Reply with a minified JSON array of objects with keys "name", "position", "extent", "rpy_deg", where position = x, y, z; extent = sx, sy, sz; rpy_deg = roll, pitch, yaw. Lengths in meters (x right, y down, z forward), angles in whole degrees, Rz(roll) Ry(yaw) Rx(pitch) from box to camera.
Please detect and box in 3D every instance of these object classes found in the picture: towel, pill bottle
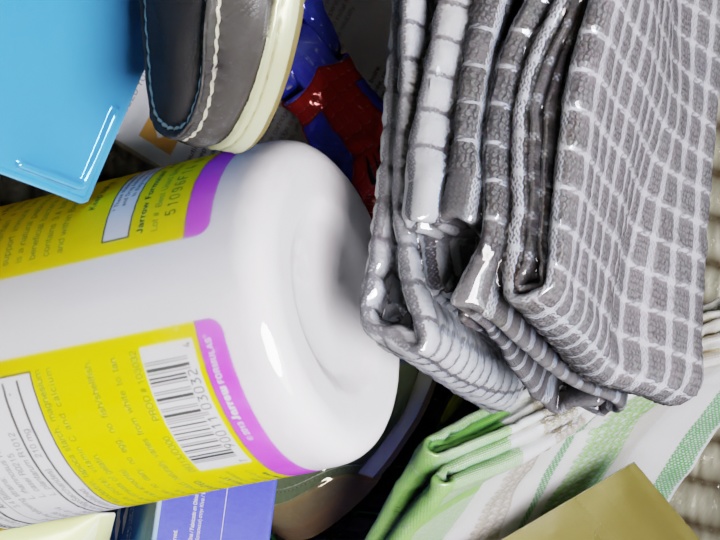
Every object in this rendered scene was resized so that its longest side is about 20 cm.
[{"name":"towel","position":[0.072,0.088,1.025],"extent":[0.200,0.031,0.149],"rpy_deg":[-22,150,-41]},{"name":"pill bottle","position":[-0.095,0.027,0.857],"extent":[0.104,0.199,0.105],"rpy_deg":[41,43,-54]},{"name":"towel","position":[0.066,-0.056,0.869],"extent":[0.166,0.085,0.201],"rpy_deg":[38,57,-69]}]

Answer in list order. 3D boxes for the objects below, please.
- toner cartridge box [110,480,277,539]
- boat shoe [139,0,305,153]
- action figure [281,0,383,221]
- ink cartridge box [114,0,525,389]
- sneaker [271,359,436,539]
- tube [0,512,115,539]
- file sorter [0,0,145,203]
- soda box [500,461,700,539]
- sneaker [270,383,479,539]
[{"name":"toner cartridge box","position":[-0.061,0.097,0.931],"extent":[0.043,0.095,0.201],"rpy_deg":[12,69,-13]},{"name":"boat shoe","position":[-0.053,-0.131,0.750],"extent":[0.066,0.072,0.202],"rpy_deg":[-6,112,-29]},{"name":"action figure","position":[-0.018,-0.080,0.892],"extent":[0.065,0.099,0.200],"rpy_deg":[-41,103,-17]},{"name":"ink cartridge box","position":[0.017,-0.087,0.975],"extent":[0.200,0.043,0.197],"rpy_deg":[32,77,-14]},{"name":"sneaker","position":[0.000,0.000,1.028],"extent":[0.090,0.067,0.200],"rpy_deg":[43,79,-35]},{"name":"tube","position":[-0.182,0.116,0.885],"extent":[0.199,0.058,0.052],"rpy_deg":[-2,80,-23]},{"name":"file sorter","position":[-0.127,-0.147,0.807],"extent":[0.139,0.123,0.201],"rpy_deg":[21,94,-44]},{"name":"soda box","position":[0.042,0.153,0.988],"extent":[0.200,0.064,0.068],"rpy_deg":[-27,153,-28]},{"name":"sneaker","position":[0.044,0.089,1.091],"extent":[0.200,0.078,0.085],"rpy_deg":[-38,131,-22]}]
